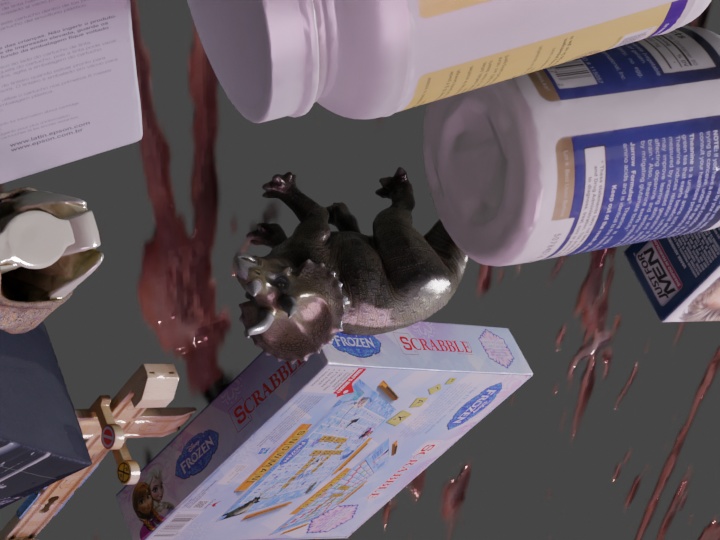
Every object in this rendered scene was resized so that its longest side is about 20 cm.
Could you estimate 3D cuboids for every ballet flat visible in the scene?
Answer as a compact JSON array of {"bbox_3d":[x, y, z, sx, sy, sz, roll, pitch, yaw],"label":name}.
[{"bbox_3d":[-0.155,-0.006,0.959,0.067,0.069,0.200,-20,-177,10],"label":"ballet flat"}]

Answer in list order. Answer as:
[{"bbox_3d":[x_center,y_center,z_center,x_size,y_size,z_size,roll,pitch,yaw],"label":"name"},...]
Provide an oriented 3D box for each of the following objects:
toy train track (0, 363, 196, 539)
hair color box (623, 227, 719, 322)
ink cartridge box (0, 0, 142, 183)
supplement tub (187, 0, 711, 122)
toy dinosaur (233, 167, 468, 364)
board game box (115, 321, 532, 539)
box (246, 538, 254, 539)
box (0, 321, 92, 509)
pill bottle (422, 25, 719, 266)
[{"bbox_3d":[-0.166,0.126,1.281,0.114,0.033,0.200,2,143,-42],"label":"toy train track"},{"bbox_3d":[0.265,-0.049,1.314,0.100,0.061,0.200,0,143,-39],"label":"hair color box"},{"bbox_3d":[-0.191,-0.094,0.872,0.198,0.041,0.200,-18,153,-13],"label":"ink cartridge box"},{"bbox_3d":[0.034,-0.145,0.862,0.199,0.146,0.146,-17,151,-16],"label":"supplement tub"},{"bbox_3d":[0.000,0.000,1.130,0.199,0.103,0.077,-4,146,-34],"label":"toy dinosaur"},{"bbox_3d":[-0.022,0.104,1.352,0.199,0.041,0.200,7,138,-48],"label":"board game box"},{"bbox_3d":[-0.140,0.280,1.469,0.196,0.124,0.200,-24,153,-7],"label":"box"},{"bbox_3d":[-0.256,0.071,0.987,0.181,0.105,0.200,-27,162,11],"label":"box"},{"bbox_3d":[0.142,-0.070,1.119,0.199,0.111,0.111,-10,148,-28],"label":"pill bottle"}]
